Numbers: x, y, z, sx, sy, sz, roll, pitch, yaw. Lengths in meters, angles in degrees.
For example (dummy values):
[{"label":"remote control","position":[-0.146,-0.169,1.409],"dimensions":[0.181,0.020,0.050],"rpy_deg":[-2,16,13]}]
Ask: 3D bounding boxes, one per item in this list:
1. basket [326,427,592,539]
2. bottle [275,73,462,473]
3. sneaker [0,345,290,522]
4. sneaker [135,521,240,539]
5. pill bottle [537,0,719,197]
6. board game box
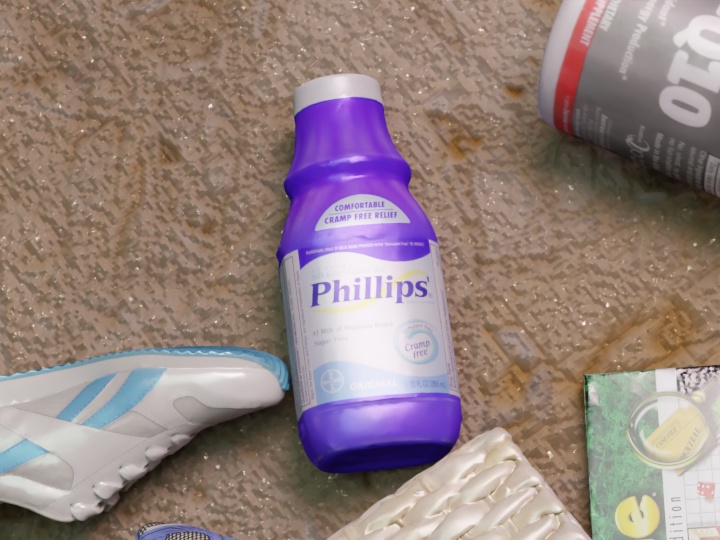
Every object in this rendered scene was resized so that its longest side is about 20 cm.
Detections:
[{"label":"basket","position":[0.044,0.214,1.054],"dimensions":[0.200,0.161,0.198],"rpy_deg":[-33,57,-8]},{"label":"bottle","position":[0.000,0.000,1.210],"dimensions":[0.083,0.065,0.201],"rpy_deg":[-4,72,-9]},{"label":"sneaker","position":[-0.130,0.084,1.213],"dimensions":[0.199,0.077,0.081],"rpy_deg":[-12,86,9]},{"label":"sneaker","position":[-0.120,0.211,1.176],"dimensions":[0.078,0.075,0.200],"rpy_deg":[27,72,25]},{"label":"pill bottle","position":[0.199,-0.089,1.178],"dimensions":[0.199,0.114,0.114],"rpy_deg":[24,79,16]},{"label":"board game box","position":[0.166,0.146,1.164],"dimensions":[0.104,0.023,0.201],"rpy_deg":[-6,73,11]}]
